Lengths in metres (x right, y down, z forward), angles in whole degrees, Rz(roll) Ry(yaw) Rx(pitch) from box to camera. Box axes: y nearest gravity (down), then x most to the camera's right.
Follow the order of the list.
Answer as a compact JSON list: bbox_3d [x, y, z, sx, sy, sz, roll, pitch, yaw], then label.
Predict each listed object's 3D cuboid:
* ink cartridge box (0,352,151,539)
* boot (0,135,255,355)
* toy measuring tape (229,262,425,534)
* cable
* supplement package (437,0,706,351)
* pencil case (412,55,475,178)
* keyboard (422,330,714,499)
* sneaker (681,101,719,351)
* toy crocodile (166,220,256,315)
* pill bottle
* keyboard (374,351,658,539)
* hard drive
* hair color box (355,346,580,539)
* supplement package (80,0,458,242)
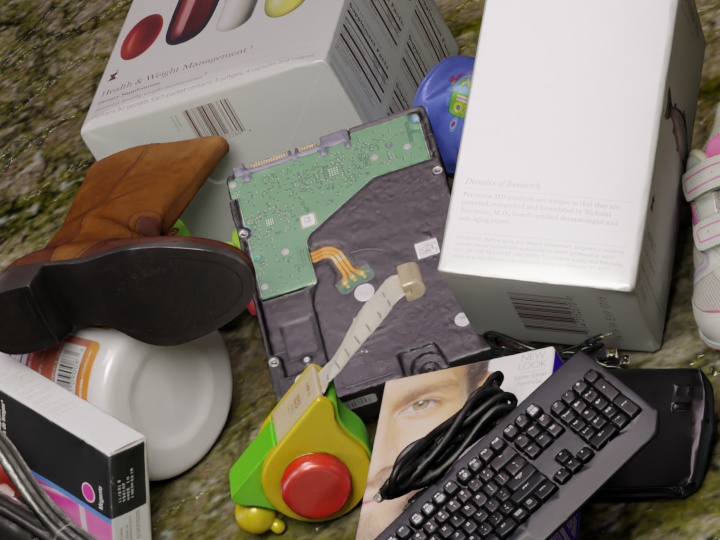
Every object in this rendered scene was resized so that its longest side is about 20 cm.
[{"bbox_3d":[-0.202,0.110,1.740,0.037,0.095,0.200,-23,35,-35],"label":"ink cartridge box"},{"bbox_3d":[-0.120,-0.022,1.751,0.187,0.069,0.200,-17,22,29],"label":"boot"},{"bbox_3d":[-0.005,0.084,1.646,0.200,0.073,0.074,-51,24,23],"label":"toy measuring tape"},{"bbox_3d":[-0.179,0.146,1.681,0.199,0.098,0.050,23,37,30],"label":"cable"},{"bbox_3d":[0.126,-0.069,1.649,0.117,0.117,0.201,5,72,16],"label":"supplement package"},{"bbox_3d":[0.114,-0.082,1.811,0.087,0.078,0.200,-48,36,-17],"label":"pencil case"},{"bbox_3d":[0.119,0.087,1.624,0.199,0.040,0.105,-2,65,35],"label":"keyboard"},{"bbox_3d":[0.222,-0.033,1.645,0.081,0.088,0.201,-16,34,20],"label":"sneaker"},{"bbox_3d":[-0.088,0.006,1.856,0.199,0.068,0.062,-6,40,28],"label":"toy crocodile"},{"bbox_3d":[-0.183,0.063,1.812,0.199,0.112,0.112,11,50,47],"label":"pill bottle"},{"bbox_3d":[0.053,0.114,1.471,0.200,0.040,0.104,-42,43,-11],"label":"keyboard"},{"bbox_3d":[0.000,0.000,1.757,0.139,0.038,0.201,-18,53,3],"label":"hard drive"},{"bbox_3d":[0.057,0.143,1.532,0.109,0.065,0.201,-13,41,25],"label":"hair color box"},{"bbox_3d":[-0.057,-0.126,1.944,0.190,0.147,0.201,-14,36,23],"label":"supplement package"}]
